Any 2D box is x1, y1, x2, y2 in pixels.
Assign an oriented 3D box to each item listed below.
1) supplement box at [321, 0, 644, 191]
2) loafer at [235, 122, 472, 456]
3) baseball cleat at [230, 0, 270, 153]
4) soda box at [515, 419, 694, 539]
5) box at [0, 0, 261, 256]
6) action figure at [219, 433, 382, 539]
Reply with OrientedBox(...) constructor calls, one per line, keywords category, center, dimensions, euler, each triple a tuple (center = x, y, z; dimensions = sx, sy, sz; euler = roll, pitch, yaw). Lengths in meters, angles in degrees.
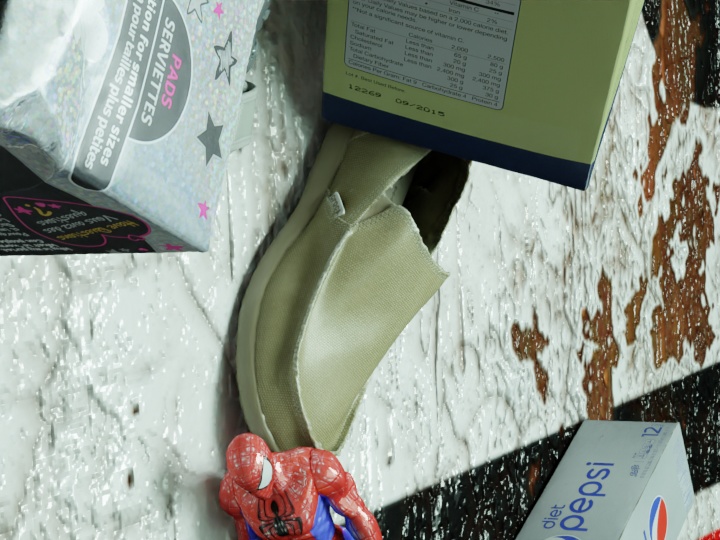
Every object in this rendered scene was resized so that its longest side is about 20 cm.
OrientedBox(category="supplement box", center=(0.076, -0.188, 0.798), dimensions=(0.201, 0.133, 0.201), euler=(96, 12, -51))
OrientedBox(category="loafer", center=(0.000, 0.000, 0.811), dimensions=(0.076, 0.067, 0.202), euler=(51, 47, -48))
OrientedBox(category="baseball cleat", center=(-0.059, -0.118, 0.723), dimensions=(0.200, 0.069, 0.107), euler=(-53, 142, -34))
OrientedBox(category="soda box", center=(0.138, 0.172, 1.056), dimensions=(0.200, 0.068, 0.064), euler=(-51, 131, -49))
OrientedBox(category="box", center=(-0.105, -0.115, 0.559), dimensions=(0.115, 0.131, 0.202), euler=(33, 62, -54))
OrientedBox(category="action figure", center=(-0.014, 0.134, 0.792), dimensions=(0.201, 0.065, 0.052), euler=(60, 24, -42))
